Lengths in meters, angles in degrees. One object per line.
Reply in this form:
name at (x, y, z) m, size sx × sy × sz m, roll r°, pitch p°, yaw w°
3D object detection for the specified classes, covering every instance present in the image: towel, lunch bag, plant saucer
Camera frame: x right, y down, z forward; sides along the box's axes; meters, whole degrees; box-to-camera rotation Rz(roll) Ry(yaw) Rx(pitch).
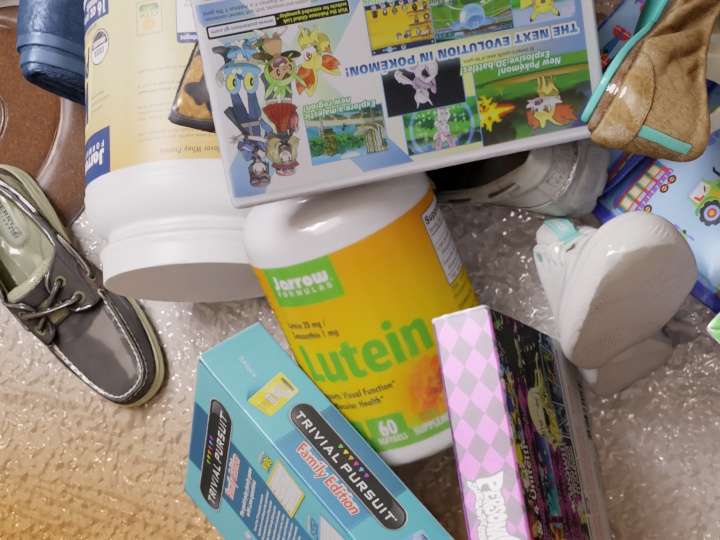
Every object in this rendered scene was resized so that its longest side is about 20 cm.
towel at (-0.184, -0.217, 0.925) m, size 0.048 × 0.111 × 0.201 m, roll 2°, pitch 81°, yaw 34°
lunch bag at (0.190, -0.084, 0.769) m, size 0.151 × 0.094 × 0.200 m, roll -51°, pitch 54°, yaw 8°
plant saucer at (-0.274, -0.105, 0.985) m, size 0.199 × 0.034 × 0.202 m, roll -4°, pitch 79°, yaw 22°

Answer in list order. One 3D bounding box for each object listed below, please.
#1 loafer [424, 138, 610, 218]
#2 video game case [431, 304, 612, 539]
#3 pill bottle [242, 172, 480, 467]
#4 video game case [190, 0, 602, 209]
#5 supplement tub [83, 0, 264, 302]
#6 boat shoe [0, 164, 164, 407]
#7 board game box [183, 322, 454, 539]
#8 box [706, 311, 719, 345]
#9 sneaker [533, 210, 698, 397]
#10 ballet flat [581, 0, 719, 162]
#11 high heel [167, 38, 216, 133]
loafer at (0.057, -0.073, 0.788) m, size 0.200 × 0.070 × 0.070 m, roll 11°, pitch 86°, yaw 52°
video game case at (0.097, 0.130, 0.703) m, size 0.036 × 0.181 × 0.201 m, roll -14°, pitch 75°, yaw 20°
pill bottle at (0.000, 0.000, 0.758) m, size 0.111 × 0.111 × 0.201 m, roll -19°, pitch 108°, yaw 18°
video game case at (0.016, -0.138, 0.661) m, size 0.199 × 0.022 × 0.183 m, roll -12°, pitch 106°, yaw -7°
supplement tub at (-0.103, -0.089, 0.848) m, size 0.144 × 0.144 × 0.201 m, roll -8°, pitch 77°, yaw 21°
boat shoe at (-0.212, 0.011, 0.902) m, size 0.072 × 0.066 × 0.201 m, roll -40°, pitch 80°, yaw 13°
board game box at (-0.022, 0.150, 0.771) m, size 0.047 × 0.151 × 0.200 m, roll -29°, pitch 63°, yaw -30°
box at (0.284, 0.005, 0.651) m, size 0.200 × 0.176 × 0.097 m, roll -46°, pitch 67°, yaw 9°
sneaker at (0.122, 0.003, 0.707) m, size 0.075 × 0.200 × 0.089 m, roll -27°, pitch 69°, yaw -3°
ballet flat at (0.171, -0.113, 0.687) m, size 0.072 × 0.200 × 0.068 m, roll 30°, pitch 129°, yaw 4°
high heel at (-0.093, -0.162, 0.731) m, size 0.142 × 0.072 × 0.200 m, roll -32°, pitch 69°, yaw -34°
